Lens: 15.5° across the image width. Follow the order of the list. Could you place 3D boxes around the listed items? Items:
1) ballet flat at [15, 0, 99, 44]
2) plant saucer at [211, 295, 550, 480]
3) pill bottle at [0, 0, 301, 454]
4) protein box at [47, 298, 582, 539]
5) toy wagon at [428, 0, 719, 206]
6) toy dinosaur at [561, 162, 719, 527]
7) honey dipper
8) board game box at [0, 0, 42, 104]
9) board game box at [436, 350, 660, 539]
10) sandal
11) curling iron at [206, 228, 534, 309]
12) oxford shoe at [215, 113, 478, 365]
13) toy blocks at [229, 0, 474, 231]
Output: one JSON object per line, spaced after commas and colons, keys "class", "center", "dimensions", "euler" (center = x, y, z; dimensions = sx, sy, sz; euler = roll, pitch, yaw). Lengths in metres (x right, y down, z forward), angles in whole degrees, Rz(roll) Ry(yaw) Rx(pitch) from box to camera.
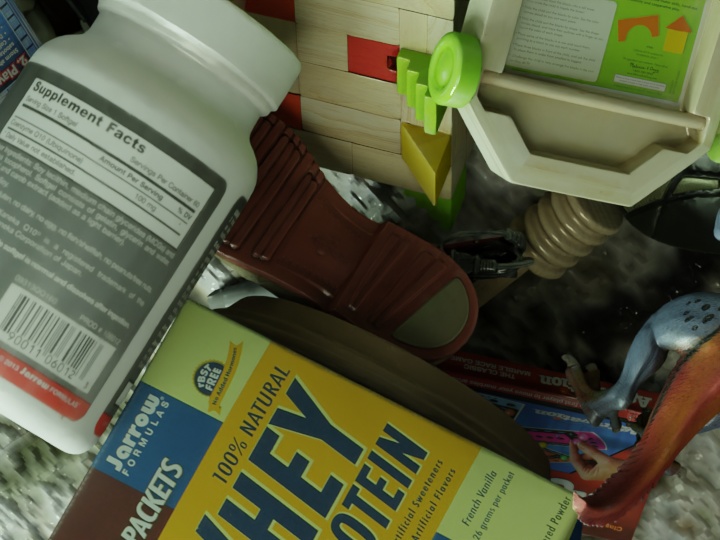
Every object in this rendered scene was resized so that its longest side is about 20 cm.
{"class": "ballet flat", "center": [-0.164, -0.123, 1.282], "dimensions": [0.073, 0.073, 0.200], "euler": [-25, 114, 27]}
{"class": "plant saucer", "center": [0.010, 0.067, 1.265], "dimensions": [0.200, 0.029, 0.200], "euler": [28, 166, 7]}
{"class": "pill bottle", "center": [-0.117, -0.030, 1.159], "dimensions": [0.116, 0.116, 0.200], "euler": [33, 84, -8]}
{"class": "protein box", "center": [-0.015, 0.140, 1.228], "dimensions": [0.200, 0.135, 0.199], "euler": [26, 165, 11]}
{"class": "toy wagon", "center": [0.118, -0.130, 1.159], "dimensions": [0.155, 0.040, 0.200], "euler": [10, 101, -25]}
{"class": "toy dinosaur", "center": [0.192, 0.029, 1.171], "dimensions": [0.181, 0.200, 0.105], "euler": [-33, 117, 26]}
{"class": "honey dipper", "center": [0.053, 0.019, 1.340], "dimensions": [0.038, 0.038, 0.200], "euler": [40, 125, -13]}
{"class": "board game box", "center": [-0.202, -0.081, 1.257], "dimensions": [0.200, 0.062, 0.200], "euler": [52, 153, -14]}
{"class": "board game box", "center": [0.055, 0.084, 1.369], "dimensions": [0.200, 0.019, 0.103], "euler": [12, 136, -1]}
{"class": "sandal", "center": [0.218, -0.034, 1.254], "dimensions": [0.201, 0.057, 0.080], "euler": [20, 115, 22]}
{"class": "curling iron", "center": [0.000, 0.000, 1.324], "dimensions": [0.200, 0.050, 0.026], "euler": [-8, 82, 39]}
{"class": "oxford shoe", "center": [-0.038, -0.015, 1.251], "dimensions": [0.200, 0.070, 0.075], "euler": [39, 163, 5]}
{"class": "toy blocks", "center": [-0.014, -0.114, 1.231], "dimensions": [0.137, 0.100, 0.200], "euler": [14, 144, 12]}
